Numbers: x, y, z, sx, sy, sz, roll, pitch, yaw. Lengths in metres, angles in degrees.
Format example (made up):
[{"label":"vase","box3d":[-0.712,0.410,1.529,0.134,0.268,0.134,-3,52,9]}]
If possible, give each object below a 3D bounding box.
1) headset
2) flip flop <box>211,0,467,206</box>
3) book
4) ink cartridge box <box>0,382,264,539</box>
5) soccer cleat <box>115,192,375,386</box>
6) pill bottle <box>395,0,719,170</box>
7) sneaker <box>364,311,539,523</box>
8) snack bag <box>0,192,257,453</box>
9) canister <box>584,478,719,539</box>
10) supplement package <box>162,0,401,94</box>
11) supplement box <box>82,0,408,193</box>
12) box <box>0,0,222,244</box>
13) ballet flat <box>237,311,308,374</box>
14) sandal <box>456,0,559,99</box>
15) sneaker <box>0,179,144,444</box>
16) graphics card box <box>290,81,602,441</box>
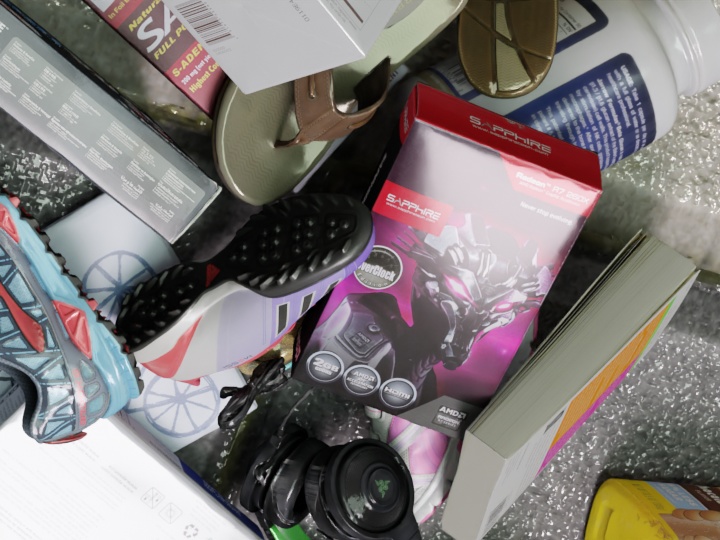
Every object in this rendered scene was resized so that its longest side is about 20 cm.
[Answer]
[{"label":"headset","box3d":[-0.034,0.145,1.408,0.094,0.123,0.201,-43,127,-38]},{"label":"flip flop","box3d":[-0.009,-0.119,1.292,0.200,0.058,0.081,-42,118,4]},{"label":"book","box3d":[0.134,0.082,1.426,0.200,0.048,0.134,-45,162,-29]},{"label":"ink cartridge box","box3d":[-0.196,0.183,1.394,0.200,0.043,0.196,-44,116,4]},{"label":"soccer cleat","box3d":[-0.059,0.014,1.324,0.200,0.068,0.073,-27,135,31]},{"label":"pill bottle","box3d":[0.132,-0.114,1.389,0.200,0.111,0.111,-28,117,-8]},{"label":"sneaker","box3d":[0.038,0.089,1.450,0.088,0.081,0.200,28,111,-5]},{"label":"snack bag","box3d":[-0.189,0.065,1.385,0.200,0.021,0.189,-30,117,-5]},{"label":"canister","box3d":[0.276,0.209,1.546,0.199,0.149,0.087,7,107,-21]},{"label":"supplement package","box3d":[-0.020,-0.216,1.240,0.114,0.109,0.200,49,54,-25]},{"label":"supplement box","box3d":[-0.078,-0.153,1.322,0.109,0.061,0.200,-48,118,2]},{"label":"box","box3d":[-0.184,-0.110,1.242,0.200,0.159,0.046,40,91,-27]},{"label":"ballet flat","box3d":[0.000,0.000,1.409,0.200,0.071,0.071,-28,117,-8]},{"label":"sandal","box3d":[0.100,-0.194,1.351,0.080,0.054,0.201,9,74,7]},{"label":"sneaker","box3d":[-0.219,0.016,1.289,0.095,0.079,0.200,-38,91,-15]},{"label":"graphics card box","box3d":[0.050,-0.002,1.326,0.125,0.051,0.200,21,119,-11]}]
